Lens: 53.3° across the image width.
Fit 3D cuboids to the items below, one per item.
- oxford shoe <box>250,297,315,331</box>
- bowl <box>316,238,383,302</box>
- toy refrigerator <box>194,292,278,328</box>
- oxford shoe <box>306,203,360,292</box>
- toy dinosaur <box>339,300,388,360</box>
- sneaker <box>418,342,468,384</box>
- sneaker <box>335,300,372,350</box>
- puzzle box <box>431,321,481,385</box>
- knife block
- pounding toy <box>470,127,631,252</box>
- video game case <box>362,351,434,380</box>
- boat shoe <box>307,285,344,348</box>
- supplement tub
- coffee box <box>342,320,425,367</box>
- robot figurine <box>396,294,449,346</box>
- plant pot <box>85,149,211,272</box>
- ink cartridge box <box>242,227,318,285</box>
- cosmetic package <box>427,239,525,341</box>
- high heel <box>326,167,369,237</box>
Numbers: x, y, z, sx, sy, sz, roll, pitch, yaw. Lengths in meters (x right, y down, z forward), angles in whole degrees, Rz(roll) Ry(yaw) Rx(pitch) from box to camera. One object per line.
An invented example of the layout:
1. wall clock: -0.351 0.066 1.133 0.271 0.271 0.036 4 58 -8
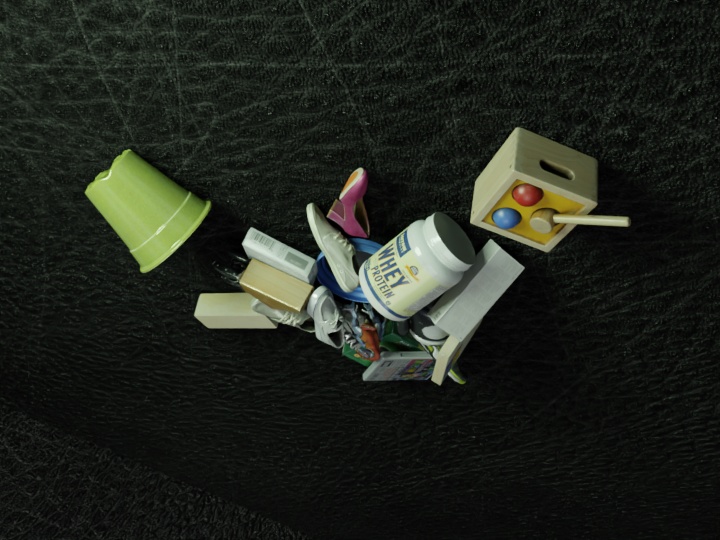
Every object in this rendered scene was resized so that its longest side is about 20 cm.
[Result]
1. oxford shoe: -0.169 0.100 1.704 0.199 0.058 0.075 21 125 -38
2. bowl: 0.000 0.000 1.576 0.200 0.040 0.201 9 146 6
3. toy refrigerator: -0.305 0.098 1.794 0.199 0.070 0.076 -2 150 21
4. oxford shoe: -0.048 -0.051 1.455 0.058 0.075 0.201 -25 102 18
5. toy dinosaur: 0.010 0.156 1.646 0.104 0.200 0.182 -10 118 9
6. sneaker: 0.210 0.194 1.720 0.200 0.081 0.074 52 173 -29
7. sneaker: -0.038 0.109 1.730 0.081 0.075 0.200 -30 128 22
8. puzzle box: 0.221 0.143 1.572 0.025 0.200 0.133 29 149 16
9. knife block: -0.220 0.018 1.563 0.175 0.064 0.200 37 162 -31
10. pounding toy: 0.316 -0.118 1.211 0.199 0.143 0.184 20 146 -9
11. video game case: 0.116 0.245 1.837 0.181 0.023 0.200 1 155 -14
12. boat shoe: -0.066 0.107 1.607 0.065 0.074 0.200 31 158 24
13. supplement tub: 0.111 -0.007 1.409 0.145 0.145 0.200 34 123 -28
14. coffee box: 0.062 0.194 1.828 0.123 0.044 0.200 30 143 -26
15. robot figurine: 0.163 0.083 1.563 0.150 0.125 0.200 11 145 10
16. plant pot: -0.434 -0.133 1.428 0.200 0.200 0.190 -23 119 41
17. ink cartridge box: -0.173 -0.011 1.597 0.162 0.057 0.200 26 169 7
18. cosmetic package: 0.232 0.041 1.450 0.082 0.051 0.200 35 100 -27
19. high heel: 0.003 -0.123 1.367 0.096 0.068 0.200 29 149 -6
